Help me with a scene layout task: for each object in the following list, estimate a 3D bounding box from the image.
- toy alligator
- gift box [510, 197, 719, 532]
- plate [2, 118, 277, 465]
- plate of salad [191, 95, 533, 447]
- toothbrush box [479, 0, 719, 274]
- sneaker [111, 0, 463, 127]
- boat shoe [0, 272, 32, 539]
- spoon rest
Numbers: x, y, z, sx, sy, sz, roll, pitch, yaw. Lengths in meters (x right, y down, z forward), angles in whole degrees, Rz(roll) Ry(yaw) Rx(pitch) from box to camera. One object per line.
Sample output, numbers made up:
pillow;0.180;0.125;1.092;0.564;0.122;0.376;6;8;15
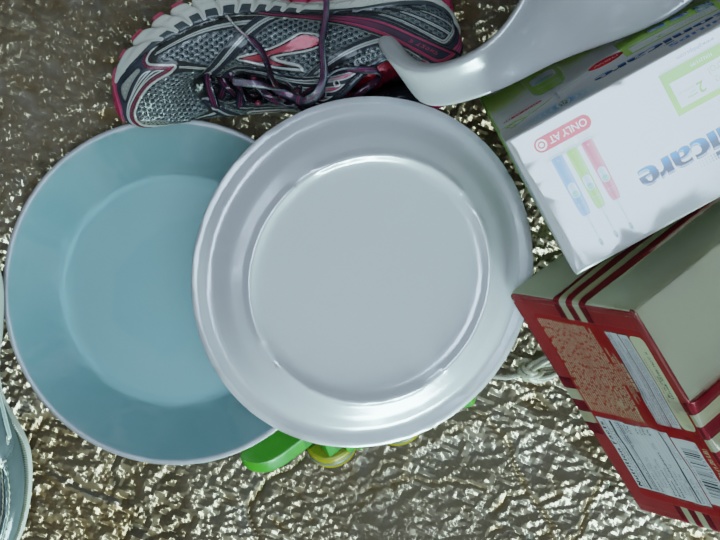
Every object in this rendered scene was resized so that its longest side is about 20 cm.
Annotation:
toy alligator;0.021;0.065;1.666;0.200;0.059;0.054;-19;61;1
gift box;0.230;0.034;1.576;0.187;0.200;0.185;-37;110;-17
plate;-0.107;0.012;1.649;0.200;0.026;0.201;0;92;8
plate of salad;0.000;0.000;1.603;0.200;0.048;0.201;-3;103;-16
toothbrush box;0.153;-0.083;1.566;0.145;0.200;0.086;-28;101;4
sneaker;-0.042;-0.115;1.600;0.200;0.081;0.075;-13;58;1
boat shoe;-0.235;0.083;1.640;0.073;0.062;0.200;2;109;13
spoon rest;0.107;-0.148;1.527;0.200;0.061;0.099;-32;126;10
